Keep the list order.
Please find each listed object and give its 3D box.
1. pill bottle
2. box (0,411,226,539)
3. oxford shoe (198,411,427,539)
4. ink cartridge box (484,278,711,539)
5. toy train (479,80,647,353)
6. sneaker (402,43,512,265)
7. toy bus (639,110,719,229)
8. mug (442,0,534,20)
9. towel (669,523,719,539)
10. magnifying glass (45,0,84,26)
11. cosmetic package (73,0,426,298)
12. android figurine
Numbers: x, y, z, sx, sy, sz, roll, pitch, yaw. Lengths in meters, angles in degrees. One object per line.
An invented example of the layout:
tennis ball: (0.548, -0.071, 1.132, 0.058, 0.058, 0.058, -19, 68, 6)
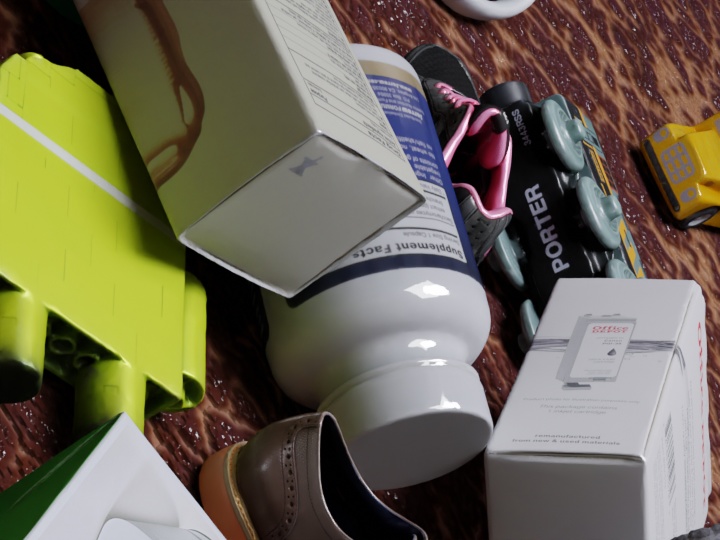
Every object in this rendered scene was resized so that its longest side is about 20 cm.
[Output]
pill bottle: (0.000, 0.000, 1.333, 0.111, 0.111, 0.201, 22, 45, -50)
box: (-0.099, 0.182, 0.996, 0.177, 0.097, 0.200, 53, 26, -8)
oxford shoe: (0.005, 0.157, 1.221, 0.200, 0.073, 0.071, 59, 26, -2)
ink cartridge box: (0.126, 0.110, 1.407, 0.200, 0.082, 0.147, -60, 148, -61)
toy train: (0.124, -0.015, 1.603, 0.114, 0.085, 0.201, 23, 43, -63)
sneaker: (0.053, -0.066, 1.500, 0.079, 0.095, 0.200, 25, 38, -20)
toy bus: (0.273, -0.069, 1.911, 0.200, 0.078, 0.065, 7, 56, -58)
mug: (0.084, -0.259, 1.733, 0.175, 0.147, 0.201, 6, 88, -52)
towel: (0.130, 0.219, 1.236, 0.086, 0.200, 0.166, 33, 38, -42)
magnifying glass: (-0.107, -0.143, 1.396, 0.200, 0.022, 0.080, 25, 42, -50)
cosmetic package: (-0.062, -0.100, 1.276, 0.103, 0.087, 0.200, 32, 27, -53)
android figurine: (-0.130, -0.013, 1.199, 0.182, 0.041, 0.201, 36, 35, -38)
